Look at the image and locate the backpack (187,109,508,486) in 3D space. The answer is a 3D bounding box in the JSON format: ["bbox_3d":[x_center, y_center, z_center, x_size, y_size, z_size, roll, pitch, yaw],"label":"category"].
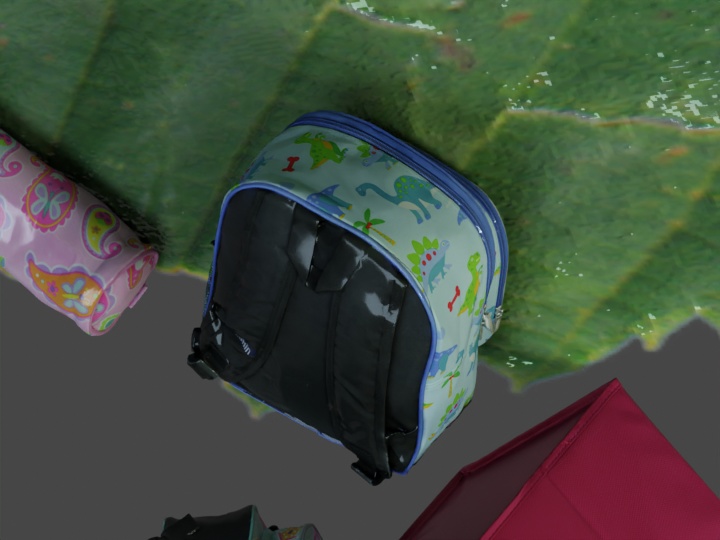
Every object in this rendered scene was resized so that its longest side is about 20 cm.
[{"bbox_3d":[0.000,0.000,1.231,0.182,0.147,0.200,30,144,16],"label":"backpack"}]

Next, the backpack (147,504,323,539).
[{"bbox_3d":[-0.081,0.297,1.550,0.152,0.176,0.201,-6,138,9],"label":"backpack"}]

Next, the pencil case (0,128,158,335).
[{"bbox_3d":[-0.245,-0.040,1.471,0.200,0.087,0.088,36,141,12],"label":"pencil case"}]

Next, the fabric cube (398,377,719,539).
[{"bbox_3d":[0.128,0.228,1.284,0.200,0.200,0.196,48,142,-2],"label":"fabric cube"}]
